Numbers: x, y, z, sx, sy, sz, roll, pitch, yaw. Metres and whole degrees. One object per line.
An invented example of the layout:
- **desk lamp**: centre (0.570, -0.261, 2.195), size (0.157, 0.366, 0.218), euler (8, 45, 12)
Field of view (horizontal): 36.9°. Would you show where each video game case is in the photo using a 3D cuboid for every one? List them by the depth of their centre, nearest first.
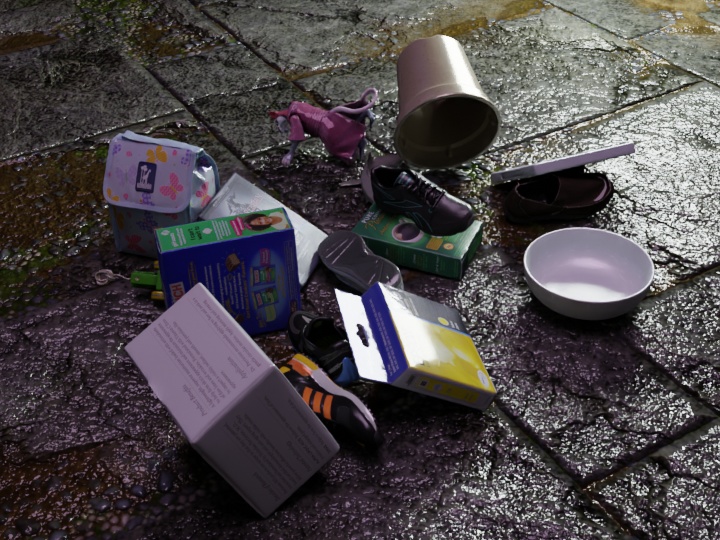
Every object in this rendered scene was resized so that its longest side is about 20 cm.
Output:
- **video game case**: centre (-0.153, -0.065, 1.748), size (0.199, 0.019, 0.143), euler (35, 39, -4)
- **video game case**: centre (0.354, -0.189, 1.907), size (0.197, 0.022, 0.182), euler (-13, 4, -17)

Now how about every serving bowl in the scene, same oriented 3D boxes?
- **serving bowl**: centre (0.347, 0.015, 1.659), size (0.197, 0.067, 0.201), euler (0, 35, 0)

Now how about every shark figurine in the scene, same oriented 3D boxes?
- **shark figurine**: centre (0.032, -0.163, 1.907), size (0.126, 0.091, 0.215), euler (-7, 34, -6)

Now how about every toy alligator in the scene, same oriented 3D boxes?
- **toy alligator**: centre (-0.315, 0.018, 1.694), size (0.197, 0.060, 0.054), euler (4, -7, 9)

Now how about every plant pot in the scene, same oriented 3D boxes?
- **plant pot**: centre (0.142, -0.320, 1.976), size (0.197, 0.202, 0.186), euler (-6, 57, -7)

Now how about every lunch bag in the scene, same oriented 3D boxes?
- **lunch bag**: centre (-0.323, -0.120, 1.756), size (0.167, 0.202, 0.127), euler (12, 37, 18)

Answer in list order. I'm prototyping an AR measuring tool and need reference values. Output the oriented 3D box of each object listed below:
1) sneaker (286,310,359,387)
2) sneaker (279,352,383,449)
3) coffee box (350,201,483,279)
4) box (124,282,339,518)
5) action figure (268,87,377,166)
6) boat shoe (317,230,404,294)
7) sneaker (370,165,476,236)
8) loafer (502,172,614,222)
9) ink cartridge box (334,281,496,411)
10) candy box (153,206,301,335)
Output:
- **sneaker**: centre (-0.052, 0.094, 1.529), size (0.070, 0.084, 0.199), euler (-24, 25, -15)
- **sneaker**: centre (-0.054, 0.193, 1.431), size (0.090, 0.070, 0.199), euler (-37, 46, -19)
- **coffee box**: centre (0.093, -0.054, 1.784), size (0.197, 0.044, 0.123), euler (13, 37, 18)
- **box**: centre (-0.158, 0.159, 1.328), size (0.130, 0.201, 0.199), euler (-40, 46, -8)
- **action figure**: centre (-0.079, -0.276, 2.028), size (0.197, 0.150, 0.135), euler (17, 43, 2)
- **boat shoe**: centre (0.002, -0.001, 1.707), size (0.074, 0.065, 0.201), euler (-40, 42, -17)
- **sneaker**: centre (0.094, -0.115, 1.750), size (0.198, 0.080, 0.076), euler (20, 64, 30)
- **loafer**: centre (0.344, -0.129, 1.844), size (0.197, 0.072, 0.074), euler (-14, 64, -7)
- **ink cartridge box**: centre (0.074, 0.096, 1.499), size (0.198, 0.047, 0.199), euler (20, 28, -26)
- **candy box**: centre (-0.194, 0.012, 1.591), size (0.197, 0.171, 0.077), euler (-11, 31, -15)
